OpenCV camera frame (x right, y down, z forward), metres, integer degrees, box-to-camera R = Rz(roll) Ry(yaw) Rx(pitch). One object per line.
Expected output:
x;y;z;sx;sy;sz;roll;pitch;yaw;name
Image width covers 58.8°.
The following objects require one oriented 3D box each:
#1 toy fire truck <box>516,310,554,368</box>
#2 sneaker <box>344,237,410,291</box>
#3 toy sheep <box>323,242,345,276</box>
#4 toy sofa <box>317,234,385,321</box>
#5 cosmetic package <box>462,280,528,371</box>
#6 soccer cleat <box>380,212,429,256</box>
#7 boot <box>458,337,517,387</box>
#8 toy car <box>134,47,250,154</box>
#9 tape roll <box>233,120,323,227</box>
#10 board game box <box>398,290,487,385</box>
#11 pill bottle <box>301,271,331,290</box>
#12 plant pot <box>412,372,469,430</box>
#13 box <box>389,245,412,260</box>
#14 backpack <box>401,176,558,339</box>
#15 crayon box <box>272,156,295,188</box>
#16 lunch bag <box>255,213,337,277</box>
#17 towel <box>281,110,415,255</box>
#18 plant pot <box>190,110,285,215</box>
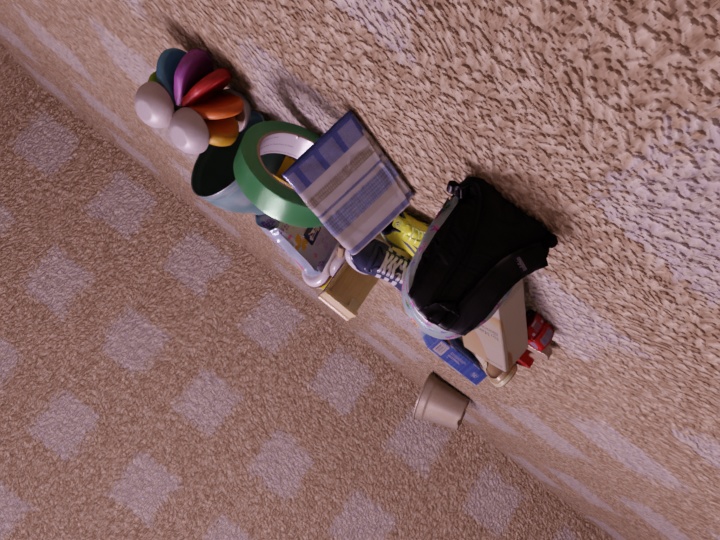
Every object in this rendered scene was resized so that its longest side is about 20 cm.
0.323;0.136;1.238;0.141;0.049;0.200;40;168;-12;toy fire truck
0.067;0.002;1.150;0.199;0.071;0.108;28;-179;-41;sneaker
-0.071;-0.057;1.531;0.200;0.138;0.138;42;172;22;toy sheep
0.000;0.000;1.331;0.082;0.201;0.097;38;164;-8;toy sofa
0.223;0.069;1.095;0.105;0.071;0.202;29;150;40;cosmetic package
0.094;-0.063;1.126;0.084;0.065;0.199;45;168;-33;soccer cleat
0.257;0.159;1.392;0.155;0.072;0.200;43;-169;-13;boot
-0.298;-0.323;1.163;0.199;0.175;0.151;36;135;8;toy car
-0.110;-0.163;1.061;0.199;0.201;0.048;37;131;2;tape roll
0.188;0.143;1.468;0.199;0.043;0.200;39;-165;-37;board game box
-0.053;0.009;1.687;0.199;0.111;0.109;19;-175;-46;pill bottle
0.328;0.536;2.546;0.181;0.203;0.201;22;165;16;plant pot
0.142;-0.011;1.221;0.199;0.050;0.075;26;164;49;box
0.143;-0.001;0.860;0.166;0.201;0.127;35;169;8;backpack
-0.076;-0.152;1.222;0.126;0.051;0.199;32;-176;28;crayon box
-0.133;-0.104;1.367;0.170;0.126;0.202;48;-155;-38;lunch bag
-0.014;-0.131;0.998;0.200;0.147;0.024;47;179;-38;towel
-0.222;-0.195;1.279;0.199;0.202;0.134;25;169;48;plant pot
